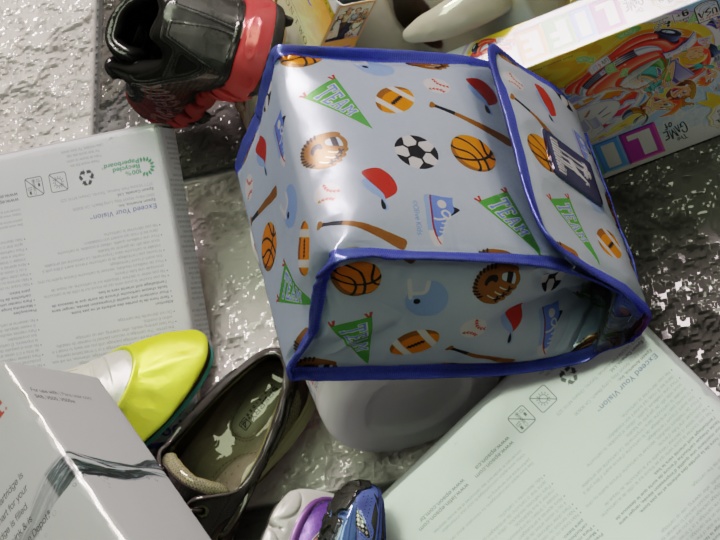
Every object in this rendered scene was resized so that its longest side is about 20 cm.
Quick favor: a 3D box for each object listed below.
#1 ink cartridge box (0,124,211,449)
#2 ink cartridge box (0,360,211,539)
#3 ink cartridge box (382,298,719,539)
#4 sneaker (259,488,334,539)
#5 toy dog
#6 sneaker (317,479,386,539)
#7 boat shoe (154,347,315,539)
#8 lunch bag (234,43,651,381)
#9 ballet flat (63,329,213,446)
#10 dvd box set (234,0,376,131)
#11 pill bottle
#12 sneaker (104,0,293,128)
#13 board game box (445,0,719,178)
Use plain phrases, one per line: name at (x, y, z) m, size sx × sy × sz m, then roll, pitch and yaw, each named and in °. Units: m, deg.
ink cartridge box at (-0.197, 0.022, 1.429) m, size 0.196 × 0.043 × 0.200 m, roll -9°, pitch 90°, yaw 16°
ink cartridge box at (-0.163, 0.168, 1.231) m, size 0.147 × 0.083 × 0.200 m, roll -51°, pitch 56°, yaw 18°
ink cartridge box at (0.133, 0.145, 1.243) m, size 0.196 × 0.043 × 0.200 m, roll -42°, pitch 76°, yaw -6°
sneaker at (-0.032, 0.220, 1.259) m, size 0.083 × 0.081 × 0.200 m, roll 13°, pitch 71°, yaw 9°
toy dog at (0.053, -0.171, 1.410) m, size 0.200 × 0.140 × 0.194 m, roll -11°, pitch 35°, yaw 43°
sneaker at (0.022, 0.206, 1.211) m, size 0.078 × 0.075 × 0.200 m, roll -12°, pitch 101°, yaw -5°
boat shoe at (-0.099, 0.128, 1.333) m, size 0.073 × 0.065 × 0.200 m, roll 27°, pitch 79°, yaw 18°
lunch bag at (0.050, -0.034, 1.236) m, size 0.200 × 0.124 × 0.170 m, roll 3°, pitch 48°, yaw -19°
ballet flat at (-0.176, 0.099, 1.354) m, size 0.200 × 0.067 × 0.067 m, roll -43°, pitch 34°, yaw 15°
dvd box set at (-0.053, -0.172, 1.411) m, size 0.029 × 0.200 × 0.146 m, roll -15°, pitch 69°, yaw -23°
pill bottle at (0.000, 0.000, 1.350) m, size 0.112 × 0.112 × 0.200 m, roll -27°, pitch 54°, yaw 4°
sneaker at (-0.120, -0.137, 1.404) m, size 0.200 × 0.098 × 0.071 m, roll -12°, pitch 64°, yaw 67°
board game box at (0.130, -0.103, 1.346) m, size 0.200 × 0.134 × 0.034 m, roll -21°, pitch 56°, yaw 9°
